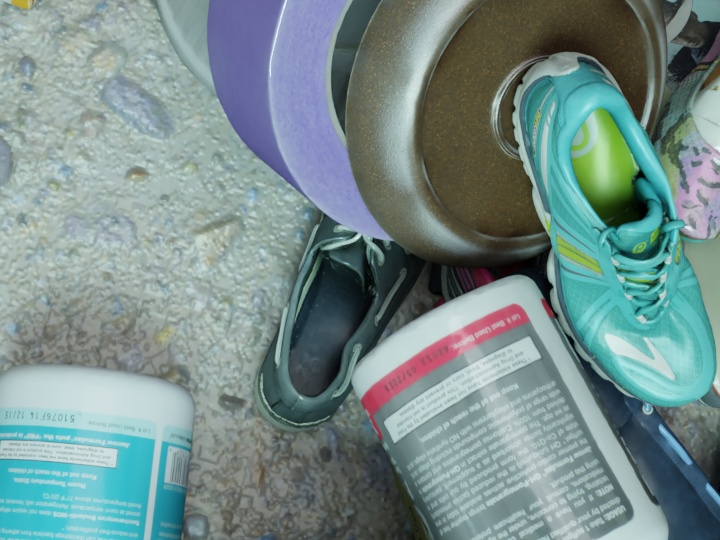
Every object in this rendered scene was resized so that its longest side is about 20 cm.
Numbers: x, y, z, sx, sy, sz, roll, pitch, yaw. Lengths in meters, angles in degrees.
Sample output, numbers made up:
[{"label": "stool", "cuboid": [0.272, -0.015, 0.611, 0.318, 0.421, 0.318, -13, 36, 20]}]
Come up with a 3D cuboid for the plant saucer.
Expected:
[{"label": "plant saucer", "cuboid": [0.086, -0.088, 0.803, 0.199, 0.032, 0.202, -13, 119, -23]}]

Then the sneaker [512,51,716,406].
[{"label": "sneaker", "cuboid": [0.130, -0.012, 0.775, 0.077, 0.080, 0.201, -27, 110, -3]}]

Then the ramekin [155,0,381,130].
[{"label": "ramekin", "cuboid": [-0.022, -0.190, 0.919, 0.200, 0.094, 0.204, 2, 79, -12]}]

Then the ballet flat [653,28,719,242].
[{"label": "ballet flat", "cuboid": [0.220, -0.101, 0.871, 0.069, 0.071, 0.200, 36, 51, -2]}]

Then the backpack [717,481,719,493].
[{"label": "backpack", "cuboid": [0.306, 0.142, 0.896, 0.167, 0.162, 0.201, 36, 71, -25]}]

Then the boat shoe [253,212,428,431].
[{"label": "boat shoe", "cuboid": [0.000, 0.000, 0.904, 0.072, 0.062, 0.201, 28, 73, -3]}]

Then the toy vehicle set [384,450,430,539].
[{"label": "toy vehicle set", "cuboid": [0.093, 0.143, 0.916, 0.123, 0.027, 0.202, -17, 84, -16]}]

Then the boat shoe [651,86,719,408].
[{"label": "boat shoe", "cuboid": [0.175, -0.011, 0.885, 0.071, 0.062, 0.202, 8, 60, -46]}]

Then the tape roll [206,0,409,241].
[{"label": "tape roll", "cuboid": [0.024, -0.123, 0.821, 0.198, 0.085, 0.202, -12, 118, -24]}]

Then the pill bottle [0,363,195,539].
[{"label": "pill bottle", "cuboid": [-0.151, 0.156, 0.814, 0.110, 0.111, 0.202, 8, 77, -11]}]

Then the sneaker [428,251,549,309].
[{"label": "sneaker", "cuboid": [0.099, -0.059, 0.932, 0.080, 0.075, 0.202, 13, 76, -10]}]

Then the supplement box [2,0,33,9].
[{"label": "supplement box", "cuboid": [-0.263, -0.251, 0.886, 0.198, 0.074, 0.127, 19, 75, -8]}]

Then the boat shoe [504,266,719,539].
[{"label": "boat shoe", "cuboid": [0.143, 0.081, 0.869, 0.068, 0.084, 0.201, -33, 99, -14]}]

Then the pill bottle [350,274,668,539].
[{"label": "pill bottle", "cuboid": [0.085, 0.114, 0.775, 0.110, 0.111, 0.201, -24, 77, -16]}]

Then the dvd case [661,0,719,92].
[{"label": "dvd case", "cuboid": [0.240, -0.112, 0.954, 0.145, 0.022, 0.200, -31, 56, -16]}]
